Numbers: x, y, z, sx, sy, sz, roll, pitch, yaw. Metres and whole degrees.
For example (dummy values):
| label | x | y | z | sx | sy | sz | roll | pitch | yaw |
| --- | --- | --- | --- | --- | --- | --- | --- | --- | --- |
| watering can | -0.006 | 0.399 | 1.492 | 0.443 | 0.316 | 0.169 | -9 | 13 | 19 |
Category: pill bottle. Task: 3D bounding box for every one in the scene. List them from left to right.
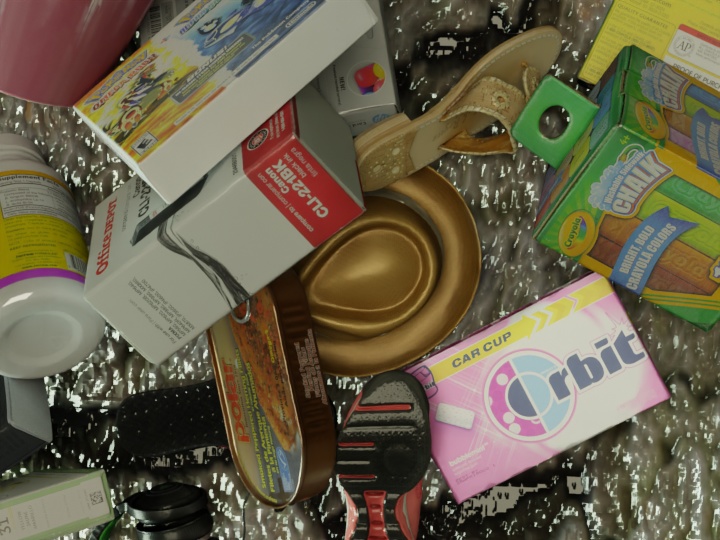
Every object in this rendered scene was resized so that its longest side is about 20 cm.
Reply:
| label | x | y | z | sx | sy | sz | roll | pitch | yaw |
| --- | --- | --- | --- | --- | --- | --- | --- | --- | --- |
| pill bottle | -0.272 | -0.018 | 1.178 | 0.104 | 0.104 | 0.200 | -30 | 50 | 7 |

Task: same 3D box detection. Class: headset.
| label | x | y | z | sx | sy | sz | roll | pitch | yaw |
| --- | --- | --- | --- | --- | --- | --- | --- | --- | --- |
| headset | -0.135 | 0.226 | 1.229 | 0.200 | 0.094 | 0.124 | -31 | 91 | 22 |

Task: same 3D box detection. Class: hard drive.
| label | x | y | z | sx | sy | sz | roll | pitch | yaw |
| --- | --- | --- | --- | --- | --- | --- | --- | --- | --- |
| hard drive | -0.327 | 0.090 | 1.200 | 0.135 | 0.042 | 0.200 | -33 | 47 | 7 |

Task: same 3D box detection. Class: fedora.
| label | x | y | z | sx | sy | sz | roll | pitch | yaw |
| --- | --- | --- | --- | --- | --- | --- | --- | --- | --- |
| fedora | 0.000 | 0.000 | 1.174 | 0.200 | 0.082 | 0.201 | 0 | 99 | -1 |

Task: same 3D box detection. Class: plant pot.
| label | x | y | z | sx | sy | sz | roll | pitch | yaw |
| --- | --- | --- | --- | --- | --- | --- | --- | --- | --- |
| plant pot | -0.241 | -0.234 | 1.149 | 0.200 | 0.200 | 0.179 | 24 | 109 | 7 |

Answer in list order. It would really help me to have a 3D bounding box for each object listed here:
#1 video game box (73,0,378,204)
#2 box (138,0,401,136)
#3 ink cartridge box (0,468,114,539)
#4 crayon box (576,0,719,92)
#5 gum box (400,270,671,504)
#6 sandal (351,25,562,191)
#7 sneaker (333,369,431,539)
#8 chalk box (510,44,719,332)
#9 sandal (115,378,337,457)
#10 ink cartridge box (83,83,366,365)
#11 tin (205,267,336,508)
| label | x | y | z | sx | sy | sz | roll | pitch | yaw |
| --- | --- | --- | --- | --- | --- | --- | --- | --- | --- |
| video game box | -0.105 | -0.152 | 1.092 | 0.200 | 0.182 | 0.047 | -42 | 119 | -7 |
| box | -0.076 | -0.171 | 1.190 | 0.200 | 0.041 | 0.156 | -12 | 66 | 8 |
| ink cartridge box | -0.312 | 0.204 | 1.159 | 0.200 | 0.146 | 0.048 | -13 | 91 | -30 |
| crayon box | 0.270 | -0.213 | 1.164 | 0.127 | 0.051 | 0.200 | 27 | 95 | 6 |
| gum box | 0.131 | 0.093 | 1.180 | 0.200 | 0.066 | 0.114 | -28 | 88 | 8 |
| sandal | 0.091 | -0.109 | 1.148 | 0.212 | 0.078 | 0.070 | -31 | 56 | -15 |
| sneaker | 0.015 | 0.161 | 1.168 | 0.074 | 0.087 | 0.200 | 5 | 113 | 1 |
| chalk box | 0.210 | -0.072 | 1.099 | 0.200 | 0.124 | 0.124 | 26 | 129 | -6 |
| sandal | -0.109 | 0.119 | 1.231 | 0.200 | 0.045 | 0.075 | -6 | 84 | 22 |
| ink cartridge box | -0.103 | -0.045 | 1.087 | 0.200 | 0.144 | 0.084 | -37 | 117 | 15 |
| tin | -0.072 | 0.083 | 1.144 | 0.112 | 0.042 | 0.200 | -15 | 85 | 51 |
